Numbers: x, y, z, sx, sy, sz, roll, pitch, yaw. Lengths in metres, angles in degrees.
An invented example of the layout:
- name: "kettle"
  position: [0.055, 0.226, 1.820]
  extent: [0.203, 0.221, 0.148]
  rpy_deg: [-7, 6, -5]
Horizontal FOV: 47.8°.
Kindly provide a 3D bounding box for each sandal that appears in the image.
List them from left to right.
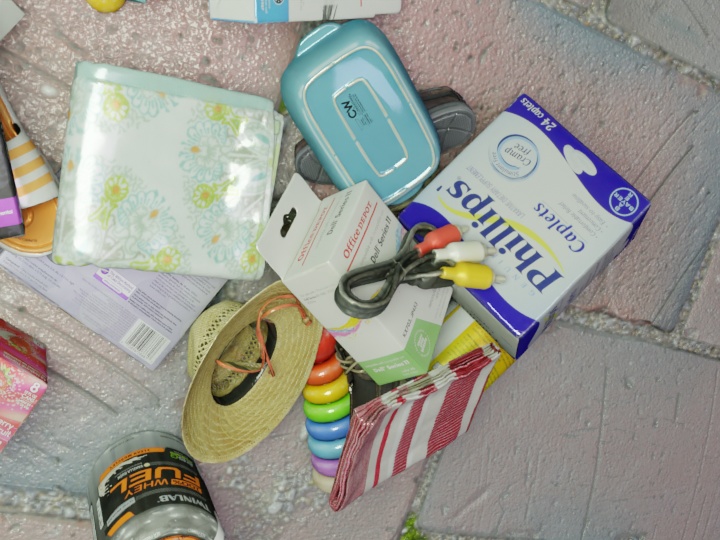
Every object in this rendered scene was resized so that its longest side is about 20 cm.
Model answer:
- name: "sandal"
  position: [-0.320, -0.104, 0.684]
  extent: [0.078, 0.059, 0.210]
  rpy_deg: [-27, 99, -6]

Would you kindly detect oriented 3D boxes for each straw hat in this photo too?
- name: "straw hat"
  position: [-0.128, 0.081, 0.813]
  extent: [0.200, 0.084, 0.204]
  rpy_deg: [-39, 145, -34]

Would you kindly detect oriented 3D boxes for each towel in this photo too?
- name: "towel"
  position: [-0.168, -0.083, 0.734]
  extent: [0.196, 0.048, 0.175]
  rpy_deg: [6, 91, -32]
- name: "towel"
  position: [0.059, 0.160, 0.832]
  extent: [0.197, 0.023, 0.146]
  rpy_deg: [-21, 139, -36]

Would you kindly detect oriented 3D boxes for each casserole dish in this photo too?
- name: "casserole dish"
  position: [0.007, -0.143, 0.791]
  extent: [0.120, 0.039, 0.201]
  rpy_deg: [-33, 118, 2]

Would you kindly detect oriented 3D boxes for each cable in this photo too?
- name: "cable"
  position: [0.048, -0.011, 0.748]
  extent: [0.198, 0.098, 0.051]
  rpy_deg: [-6, 141, -45]

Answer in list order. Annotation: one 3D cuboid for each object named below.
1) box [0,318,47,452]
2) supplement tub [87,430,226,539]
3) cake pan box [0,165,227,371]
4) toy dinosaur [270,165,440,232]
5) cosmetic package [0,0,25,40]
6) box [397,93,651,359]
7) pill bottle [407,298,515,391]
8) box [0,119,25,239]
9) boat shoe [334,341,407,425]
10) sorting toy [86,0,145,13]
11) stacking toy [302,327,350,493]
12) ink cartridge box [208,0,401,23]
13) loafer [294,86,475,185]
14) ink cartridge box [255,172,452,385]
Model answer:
- name: "box"
  position: [-0.386, 0.071, 0.716]
  extent: [0.199, 0.100, 0.096]
  rpy_deg: [39, 89, -28]
- name: "supplement tub"
  position: [-0.201, 0.257, 0.802]
  extent: [0.120, 0.200, 0.125]
  rpy_deg: [-8, 110, -22]
- name: "cake pan box"
  position: [-0.215, -0.027, 0.789]
  extent: [0.199, 0.052, 0.185]
  rpy_deg: [40, 90, -29]
- name: "toy dinosaur"
  position: [0.001, -0.049, 0.874]
  extent: [0.196, 0.048, 0.090]
  rpy_deg: [-17, 124, -12]
- name: "cosmetic package"
  position: [-0.373, -0.169, 0.651]
  extent: [0.082, 0.051, 0.201]
  rpy_deg: [40, 87, 12]
- name: "box"
  position: [0.171, -0.046, 0.871]
  extent: [0.200, 0.184, 0.105]
  rpy_deg: [-44, 163, -6]
- name: "pill bottle"
  position: [0.125, 0.088, 0.948]
  extent: [0.199, 0.104, 0.105]
  rpy_deg: [-42, 118, -6]
- name: "box"
  position: [-0.348, -0.114, 0.613]
  extent: [0.140, 0.036, 0.204]
  rpy_deg: [-12, 111, -20]
- name: "boat shoe"
  position: [0.005, 0.092, 0.877]
  extent: [0.072, 0.074, 0.204]
  rpy_deg: [24, 59, -33]
- name: "sorting toy"
  position: [-0.211, -0.283, 0.634]
  extent: [0.199, 0.180, 0.107]
  rpy_deg: [40, 89, -28]
- name: "stacking toy"
  position: [-0.034, 0.143, 0.917]
  extent: [0.084, 0.085, 0.204]
  rpy_deg: [-17, 106, -18]
- name: "ink cartridge box"
  position: [-0.046, -0.291, 0.745]
  extent: [0.198, 0.066, 0.118]
  rpy_deg: [-21, 117, -46]
- name: "loafer"
  position: [0.021, -0.145, 0.859]
  extent: [0.196, 0.064, 0.073]
  rpy_deg: [-16, 140, -6]
- name: "ink cartridge box"
  position: [0.000, 0.000, 0.790]
  extent: [0.200, 0.067, 0.118]
  rpy_deg: [48, 44, -27]
